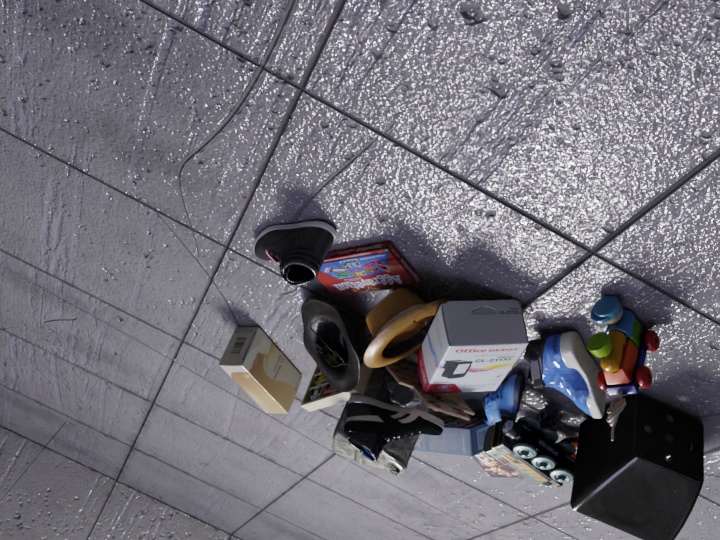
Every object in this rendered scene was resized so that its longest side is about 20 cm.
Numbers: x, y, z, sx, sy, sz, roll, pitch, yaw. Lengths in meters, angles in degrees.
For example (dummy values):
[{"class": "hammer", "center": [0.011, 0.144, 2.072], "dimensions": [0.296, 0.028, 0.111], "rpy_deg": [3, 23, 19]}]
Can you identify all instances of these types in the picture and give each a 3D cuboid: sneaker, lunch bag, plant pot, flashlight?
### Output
[{"class": "sneaker", "center": [0.061, 0.322, 1.671], "dimensions": [0.197, 0.113, 0.073], "rpy_deg": [16, 156, -6]}, {"class": "lunch bag", "center": [0.050, 0.307, 1.787], "dimensions": [0.166, 0.202, 0.140], "rpy_deg": [22, 151, 6]}, {"class": "plant pot", "center": [0.519, 0.348, 1.573], "dimensions": [0.198, 0.201, 0.179], "rpy_deg": [22, 137, 1]}, {"class": "sneaker", "center": [0.277, 0.262, 1.699], "dimensions": [0.077, 0.066, 0.201], "rpy_deg": [19, 148, 13]}, {"class": "flashlight", "center": [0.128, 0.244, 1.683], "dimensions": [0.067, 0.069, 0.199], "rpy_deg": [-24, 161, 23]}, {"class": "sneaker", "center": [-0.133, -0.023, 1.504], "dimensions": [0.198, 0.100, 0.071], "rpy_deg": [-10, 138, 43]}, {"class": "sneaker", "center": [0.358, 0.190, 1.528], "dimensions": [0.110, 0.077, 0.201], "rpy_deg": [-10, 131, 33]}]

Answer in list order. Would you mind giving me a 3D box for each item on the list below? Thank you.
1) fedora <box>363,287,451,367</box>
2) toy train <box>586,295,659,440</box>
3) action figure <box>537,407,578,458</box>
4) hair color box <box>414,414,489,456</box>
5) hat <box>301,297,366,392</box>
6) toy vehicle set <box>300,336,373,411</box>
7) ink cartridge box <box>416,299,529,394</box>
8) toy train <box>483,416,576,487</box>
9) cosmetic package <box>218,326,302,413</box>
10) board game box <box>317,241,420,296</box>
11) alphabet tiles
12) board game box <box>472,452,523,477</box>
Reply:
[{"class": "fedora", "center": [0.071, 0.089, 1.519], "dimensions": [0.082, 0.199, 0.201], "rpy_deg": [54, 155, 21]}, {"class": "toy train", "center": [0.390, 0.146, 1.335], "dimensions": [0.084, 0.201, 0.116], "rpy_deg": [-14, 129, 43]}, {"class": "action figure", "center": [0.392, 0.360, 1.740], "dimensions": [0.190, 0.106, 0.201], "rpy_deg": [4, 148, 10]}, {"class": "hair color box", "center": [0.180, 0.348, 1.833], "dimensions": [0.198, 0.062, 0.098], "rpy_deg": [-5, -179, 41]}, {"class": "hat", "center": [-0.035, 0.132, 1.670], "dimensions": [0.200, 0.080, 0.203], "rpy_deg": [37, 140, 39]}, {"class": "toy vehicle set", "center": [-0.041, 0.215, 1.771], "dimensions": [0.026, 0.125, 0.199], "rpy_deg": [35, 145, -21]}, {"class": "ink cartridge box", "center": [0.191, 0.137, 1.505], "dimensions": [0.143, 0.084, 0.201], "rpy_deg": [-1, 150, -10]}, {"class": "toy train", "center": [0.332, 0.354, 1.666], "dimensions": [0.199, 0.086, 0.114], "rpy_deg": [35, 139, -23]}, {"class": "cosmetic package", "center": [-0.218, 0.223, 1.914], "dimensions": [0.070, 0.106, 0.201], "rpy_deg": [-2, 142, 33]}, {"class": "board game box", "center": [0.000, 0.000, 1.530], "dimensions": [0.198, 0.020, 0.103], "rpy_deg": [-9, 137, 40]}, {"class": "alphabet tiles", "center": [0.124, 0.216, 1.624], "dimensions": [0.166, 0.008, 0.200], "rpy_deg": [23, -168, -30]}, {"class": "board game box", "center": [0.301, 0.397, 1.910], "dimensions": [0.134, 0.035, 0.200], "rpy_deg": [-10, 135, 41]}]
